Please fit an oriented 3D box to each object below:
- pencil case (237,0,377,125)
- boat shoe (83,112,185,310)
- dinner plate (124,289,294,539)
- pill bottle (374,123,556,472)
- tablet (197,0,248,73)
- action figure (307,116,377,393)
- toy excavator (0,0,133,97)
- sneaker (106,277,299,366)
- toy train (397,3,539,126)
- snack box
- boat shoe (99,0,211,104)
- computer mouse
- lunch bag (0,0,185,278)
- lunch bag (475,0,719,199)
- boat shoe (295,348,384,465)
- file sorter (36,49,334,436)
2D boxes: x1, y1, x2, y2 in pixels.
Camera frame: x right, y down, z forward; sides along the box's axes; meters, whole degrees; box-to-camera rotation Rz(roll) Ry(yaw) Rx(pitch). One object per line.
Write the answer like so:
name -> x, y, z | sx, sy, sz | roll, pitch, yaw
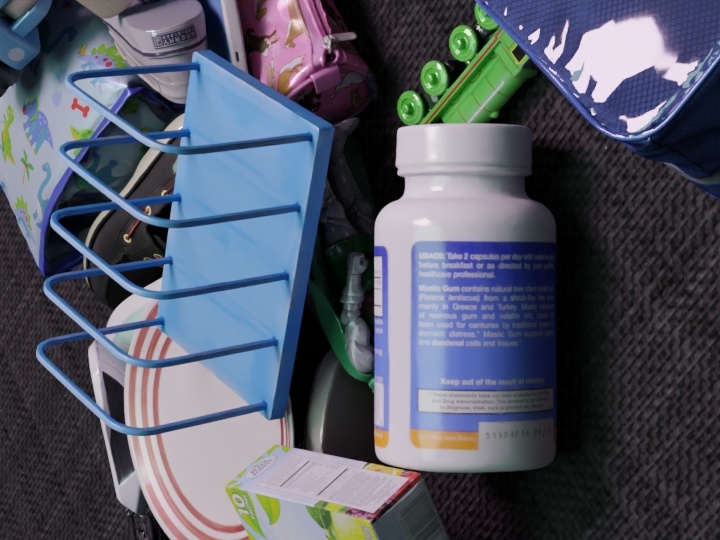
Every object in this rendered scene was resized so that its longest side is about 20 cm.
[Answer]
pencil case -> -0.054, -0.194, 1.200 | 0.086, 0.083, 0.202 | -30, 66, 23
boat shoe -> -0.152, -0.032, 1.322 | 0.202, 0.073, 0.063 | -51, 54, 37
dinner plate -> -0.101, 0.104, 1.200 | 0.199, 0.024, 0.203 | 9, 101, 50
pill bottle -> 0.063, 0.015, 1.041 | 0.111, 0.111, 0.202 | 1, 91, 49
tablet -> -0.113, -0.200, 1.243 | 0.200, 0.014, 0.131 | -126, 25, -61
action figure -> 0.000, 0.000, 1.139 | 0.054, 0.118, 0.202 | -21, 83, 35
toy excavator -> -0.242, -0.212, 1.239 | 0.200, 0.100, 0.195 | -40, 43, 21
sneaker -> -0.120, 0.064, 1.287 | 0.200, 0.073, 0.119 | -36, 67, 45
toy train -> 0.091, -0.141, 1.064 | 0.057, 0.042, 0.200 | 56, 130, 19
snack box -> 0.011, 0.209, 1.076 | 0.142, 0.053, 0.201 | 5, 126, 50
boat shoe -> -0.143, -0.170, 1.236 | 0.200, 0.071, 0.066 | -136, 30, -60
computer mouse -> -0.166, 0.147, 1.313 | 0.110, 0.043, 0.202 | -120, 20, -74
lunch bag -> -0.221, -0.119, 1.361 | 0.200, 0.127, 0.171 | -47, 54, 25
lunch bag -> 0.170, -0.134, 0.903 | 0.136, 0.132, 0.200 | -49, 53, 18
boat shoe -> -0.036, 0.146, 1.185 | 0.092, 0.074, 0.202 | 8, 97, 41
file sorter -> -0.118, -0.017, 1.086 | 0.138, 0.122, 0.202 | 34, 122, 42
